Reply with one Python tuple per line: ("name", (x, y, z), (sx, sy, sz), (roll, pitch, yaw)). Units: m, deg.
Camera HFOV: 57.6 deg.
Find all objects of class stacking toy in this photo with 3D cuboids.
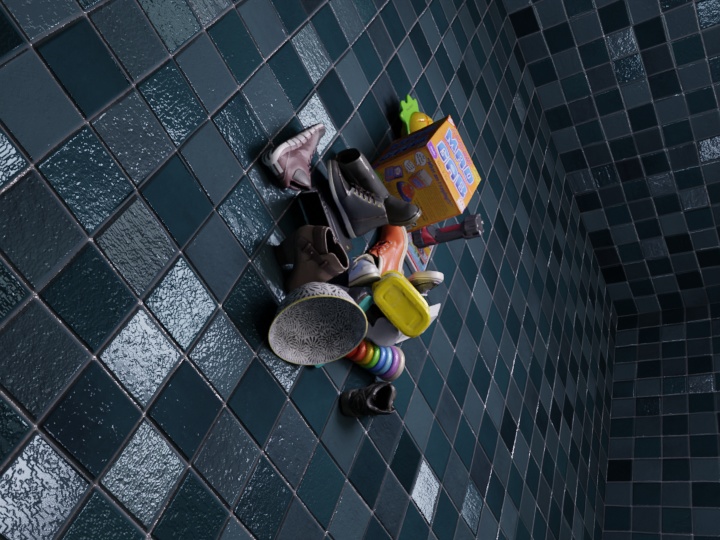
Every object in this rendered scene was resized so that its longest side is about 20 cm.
("stacking toy", (0.015, 0.189, 1.506), (0.199, 0.084, 0.087), (31, 55, -43))

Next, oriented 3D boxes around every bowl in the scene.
("bowl", (-0.090, 0.088, 1.302), (0.201, 0.199, 0.095), (44, 22, -41))

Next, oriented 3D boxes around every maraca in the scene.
("maraca", (0.164, -0.402, 1.885), (0.203, 0.105, 0.138), (63, 36, -22))

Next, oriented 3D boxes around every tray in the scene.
("tray", (0.140, 0.143, 1.689), (0.022, 0.108, 0.199), (47, 27, 19))

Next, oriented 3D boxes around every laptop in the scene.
("laptop", (-0.055, -0.106, 1.459), (0.200, 0.102, 0.181), (-38, 112, -55))

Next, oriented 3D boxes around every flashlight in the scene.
("flashlight", (0.240, -0.111, 1.796), (0.069, 0.197, 0.068), (64, 35, -18))

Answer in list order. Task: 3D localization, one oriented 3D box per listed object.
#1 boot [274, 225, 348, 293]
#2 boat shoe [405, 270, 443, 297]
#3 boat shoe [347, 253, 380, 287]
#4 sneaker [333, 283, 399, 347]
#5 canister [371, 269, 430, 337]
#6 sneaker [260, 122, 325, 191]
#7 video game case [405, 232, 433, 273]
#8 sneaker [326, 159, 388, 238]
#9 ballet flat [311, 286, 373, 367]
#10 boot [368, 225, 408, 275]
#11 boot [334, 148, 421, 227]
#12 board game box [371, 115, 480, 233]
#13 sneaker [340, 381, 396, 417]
("boot", (-0.086, 0.003, 1.336), (0.202, 0.144, 0.071), (62, 34, -24))
("boat shoe", (0.143, 0.062, 1.643), (0.073, 0.199, 0.095), (11, 75, -21))
("boat shoe", (0.000, 0.000, 1.477), (0.200, 0.073, 0.070), (144, -64, -80))
("sneaker", (-0.002, 0.097, 1.507), (0.199, 0.076, 0.114), (37, 4, -10))
("canister", (0.092, 0.073, 1.485), (0.149, 0.086, 0.200), (48, 4, 0))
("sneaker", (-0.124, -0.234, 1.413), (0.200, 0.075, 0.117), (-42, 108, -43))
("video game case", (0.162, -0.092, 1.870), (0.144, 0.017, 0.202), (58, 37, -29))
("sneaker", (-0.007, -0.181, 1.532), (0.075, 0.104, 0.203), (-96, 165, -57))
("ballet flat", (-0.053, 0.115, 1.407), (0.201, 0.073, 0.073), (-51, 129, -8))
("boot", (0.063, -0.052, 1.658), (0.106, 0.074, 0.204), (29, 58, -44))
("boot", (0.042, -0.204, 1.589), (0.073, 0.179, 0.202), (-51, 131, -29))
("board game box", (0.173, -0.253, 1.752), (0.202, 0.197, 0.201), (59, 38, -18))
("sneaker", (0.052, 0.293, 1.494), (0.198, 0.112, 0.078), (9, 74, -58))
